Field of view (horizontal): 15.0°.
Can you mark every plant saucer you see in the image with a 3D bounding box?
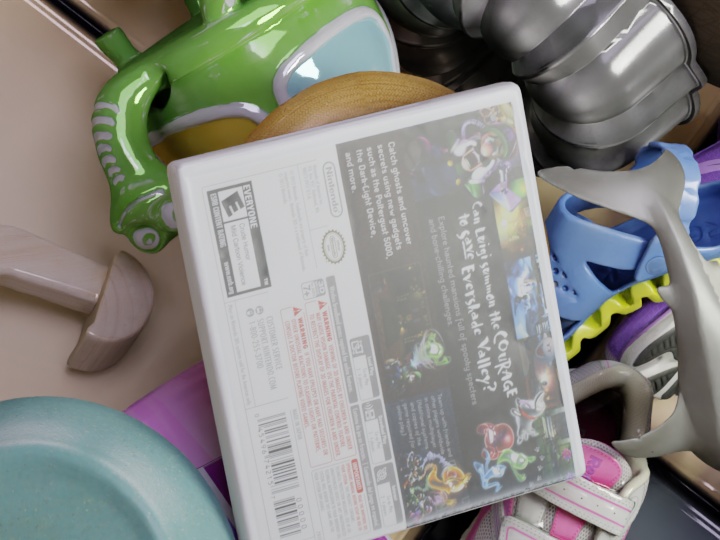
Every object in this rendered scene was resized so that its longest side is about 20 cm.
[{"bbox_3d":[-0.155,0.157,1.293,0.199,0.036,0.201,-1,80,5],"label":"plant saucer"}]

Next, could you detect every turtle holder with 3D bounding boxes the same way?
[{"bbox_3d":[-0.054,-0.093,1.426,0.132,0.140,0.186,59,25,-10],"label":"turtle holder"}]

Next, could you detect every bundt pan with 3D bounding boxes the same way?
[{"bbox_3d":[0.083,-0.123,1.465,0.202,0.202,0.076,40,72,4],"label":"bundt pan"}]

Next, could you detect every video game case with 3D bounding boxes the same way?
[{"bbox_3d":[0.010,0.026,1.320,0.181,0.023,0.201,-14,101,-20],"label":"video game case"}]

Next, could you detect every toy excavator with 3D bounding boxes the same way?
[{"bbox_3d":[-0.225,0.006,1.365,0.194,0.100,0.200,44,52,4],"label":"toy excavator"}]

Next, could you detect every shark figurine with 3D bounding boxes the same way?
[{"bbox_3d":[0.157,0.049,1.363,0.089,0.215,0.128,-25,35,-1],"label":"shark figurine"}]

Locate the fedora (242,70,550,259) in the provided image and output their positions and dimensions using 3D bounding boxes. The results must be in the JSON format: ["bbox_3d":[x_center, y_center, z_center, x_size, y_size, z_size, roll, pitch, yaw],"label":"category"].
[{"bbox_3d":[0.000,0.000,1.373,0.200,0.082,0.202,-2,96,-25],"label":"fedora"}]

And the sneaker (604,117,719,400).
[{"bbox_3d":[0.184,-0.010,1.521,0.083,0.081,0.200,25,55,19],"label":"sneaker"}]

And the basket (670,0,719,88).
[{"bbox_3d":[0.178,-0.179,1.475,0.136,0.181,0.200,-37,36,-28],"label":"basket"}]

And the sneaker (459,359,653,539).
[{"bbox_3d":[0.099,0.125,1.408,0.081,0.088,0.201,21,61,-8],"label":"sneaker"}]

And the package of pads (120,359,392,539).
[{"bbox_3d":[-0.054,0.140,1.359,0.120,0.076,0.200,-31,78,-26],"label":"package of pads"}]

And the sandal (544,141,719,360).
[{"bbox_3d":[0.118,-0.010,1.443,0.199,0.087,0.080,-26,44,6],"label":"sandal"}]
